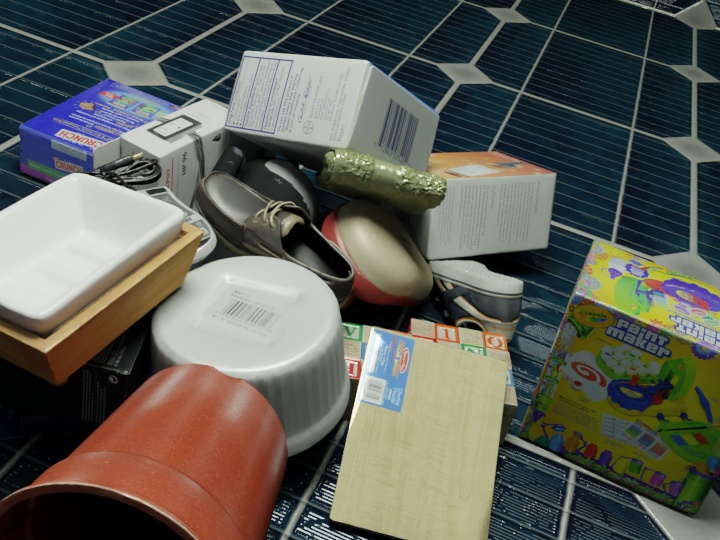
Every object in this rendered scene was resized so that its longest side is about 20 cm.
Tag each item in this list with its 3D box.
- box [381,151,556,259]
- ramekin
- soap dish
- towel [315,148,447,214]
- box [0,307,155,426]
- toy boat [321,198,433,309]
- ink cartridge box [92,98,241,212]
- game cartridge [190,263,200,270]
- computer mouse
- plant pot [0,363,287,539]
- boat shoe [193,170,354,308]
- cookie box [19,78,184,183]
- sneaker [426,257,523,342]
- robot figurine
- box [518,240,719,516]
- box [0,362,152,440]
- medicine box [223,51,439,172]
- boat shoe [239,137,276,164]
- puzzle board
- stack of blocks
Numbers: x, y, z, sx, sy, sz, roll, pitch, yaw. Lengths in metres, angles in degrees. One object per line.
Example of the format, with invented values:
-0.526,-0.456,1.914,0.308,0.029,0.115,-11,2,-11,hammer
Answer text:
0.144,-0.095,1.154,0.196,0.109,0.152,-6,21,-26,box
-0.106,0.075,0.791,0.195,0.100,0.202,1,36,-1,ramekin
-0.254,0.002,0.723,0.154,0.083,0.200,19,37,21,soap dish
0.021,-0.098,0.971,0.145,0.037,0.200,14,-2,-7,towel
-0.266,0.046,0.815,0.138,0.080,0.202,15,34,-5,box
0.000,0.000,0.999,0.132,0.130,0.200,57,11,14,toy boat
-0.233,-0.120,1.024,0.067,0.118,0.200,26,38,20,ink cartridge box
-0.263,-0.043,1.039,0.195,0.041,0.134,-5,42,-25,game cartridge
-0.221,-0.053,0.867,0.108,0.045,0.199,-24,49,-32,computer mouse
-0.149,0.185,0.633,0.196,0.205,0.196,16,25,5,plant pot
-0.082,-0.041,0.866,0.198,0.073,0.075,37,49,-4,boat shoe
-0.345,-0.180,1.166,0.168,0.077,0.201,21,35,11,cookie box
0.133,0.034,1.039,0.076,0.082,0.200,1,11,-17,sneaker
-0.121,-0.056,0.999,0.148,0.126,0.201,28,36,-4,robot figurine
0.296,0.110,0.873,0.196,0.196,0.122,23,35,14,box
-0.275,0.103,0.832,0.196,0.033,0.122,-6,39,-25,box
-0.034,-0.185,1.034,0.197,0.105,0.181,15,-1,34,medicine box
-0.150,-0.180,1.128,0.069,0.205,0.071,-20,37,-30,boat shoe
0.061,0.163,0.812,0.147,0.018,0.204,14,58,0,puzzle board
0.063,0.112,0.909,0.195,0.060,0.116,10,34,-5,stack of blocks
